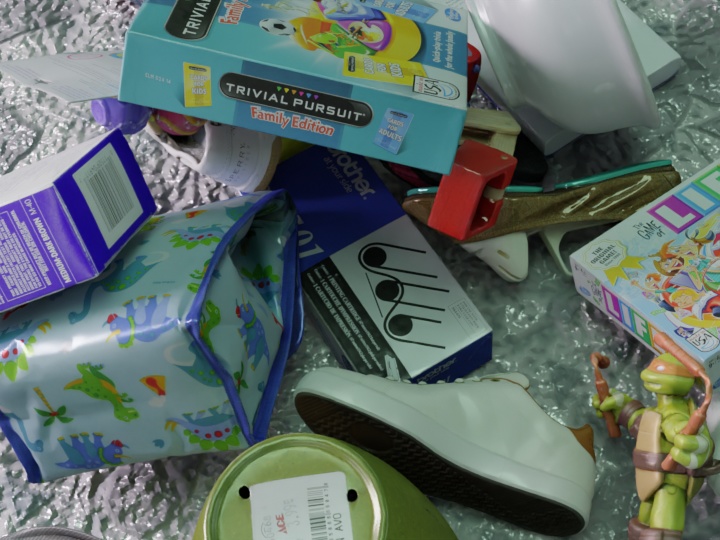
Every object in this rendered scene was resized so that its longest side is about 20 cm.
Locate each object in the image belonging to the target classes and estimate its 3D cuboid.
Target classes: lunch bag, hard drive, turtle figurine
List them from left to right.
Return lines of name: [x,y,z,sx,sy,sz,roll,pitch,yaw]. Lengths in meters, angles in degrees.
lunch bag: [-0.133,0.028,0.827,0.168,0.128,0.201,-11,35,17]
hard drive: [0.134,-0.191,1.003,0.131,0.025,0.200,-32,61,-13]
turtle figurine: [0.176,0.118,0.756,0.064,0.200,0.164,6,89,-8]

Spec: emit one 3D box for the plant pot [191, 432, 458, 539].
plant pot: [-0.022,0.171,0.705,0.185,0.201,0.189,-3,59,4]

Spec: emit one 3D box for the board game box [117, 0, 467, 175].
board game box: [-0.034,-0.135,0.789,0.197,0.047,0.152,13,33,-3]

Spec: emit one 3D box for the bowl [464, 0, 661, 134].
bowl: [0.127,-0.172,0.878,0.090,0.201,0.203,-24,58,12]

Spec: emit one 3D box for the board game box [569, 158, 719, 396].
board game box: [0.254,-0.017,0.827,0.199,0.034,0.134,-32,40,-13]

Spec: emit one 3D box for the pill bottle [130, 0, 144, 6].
pill bottle: [-0.120,-0.245,1.007,0.199,0.120,0.120,33,68,22]

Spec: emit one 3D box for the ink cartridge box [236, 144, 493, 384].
ink cartridge box: [0.000,0.000,0.893,0.093,0.044,0.201,-29,60,-12]

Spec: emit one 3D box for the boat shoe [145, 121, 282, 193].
boat shoe: [-0.128,-0.122,0.929,0.069,0.072,0.200,9,21,-37]

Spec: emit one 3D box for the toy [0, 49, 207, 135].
toy: [-0.123,-0.116,0.834,0.198,0.048,0.115,-17,27,-35]

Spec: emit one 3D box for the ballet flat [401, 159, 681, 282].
ballet flat: [0.130,-0.031,0.888,0.197,0.068,0.073,-7,91,-9]

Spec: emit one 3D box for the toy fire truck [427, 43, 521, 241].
toy fire truck: [0.056,-0.103,0.867,0.140,0.049,0.200,25,33,15]

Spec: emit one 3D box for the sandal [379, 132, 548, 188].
sandal: [0.038,-0.089,0.928,0.197,0.045,0.075,9,33,-10]

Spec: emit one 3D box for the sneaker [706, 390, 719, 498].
sneaker: [0.239,0.058,0.825,0.088,0.076,0.201,15,52,20]

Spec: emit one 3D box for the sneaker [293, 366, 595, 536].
sneaker: [0.056,0.095,0.809,0.198,0.073,0.085,23,55,-6]

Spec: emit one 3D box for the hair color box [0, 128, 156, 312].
hair color box: [-0.234,-0.011,0.776,0.198,0.065,0.109,-17,18,17]

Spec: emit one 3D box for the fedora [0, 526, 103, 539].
fedora: [-0.198,0.231,0.750,0.200,0.091,0.177,39,72,24]

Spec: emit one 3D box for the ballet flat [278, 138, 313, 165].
ballet flat: [-0.025,-0.149,0.971,0.066,0.067,0.201,28,66,22]
